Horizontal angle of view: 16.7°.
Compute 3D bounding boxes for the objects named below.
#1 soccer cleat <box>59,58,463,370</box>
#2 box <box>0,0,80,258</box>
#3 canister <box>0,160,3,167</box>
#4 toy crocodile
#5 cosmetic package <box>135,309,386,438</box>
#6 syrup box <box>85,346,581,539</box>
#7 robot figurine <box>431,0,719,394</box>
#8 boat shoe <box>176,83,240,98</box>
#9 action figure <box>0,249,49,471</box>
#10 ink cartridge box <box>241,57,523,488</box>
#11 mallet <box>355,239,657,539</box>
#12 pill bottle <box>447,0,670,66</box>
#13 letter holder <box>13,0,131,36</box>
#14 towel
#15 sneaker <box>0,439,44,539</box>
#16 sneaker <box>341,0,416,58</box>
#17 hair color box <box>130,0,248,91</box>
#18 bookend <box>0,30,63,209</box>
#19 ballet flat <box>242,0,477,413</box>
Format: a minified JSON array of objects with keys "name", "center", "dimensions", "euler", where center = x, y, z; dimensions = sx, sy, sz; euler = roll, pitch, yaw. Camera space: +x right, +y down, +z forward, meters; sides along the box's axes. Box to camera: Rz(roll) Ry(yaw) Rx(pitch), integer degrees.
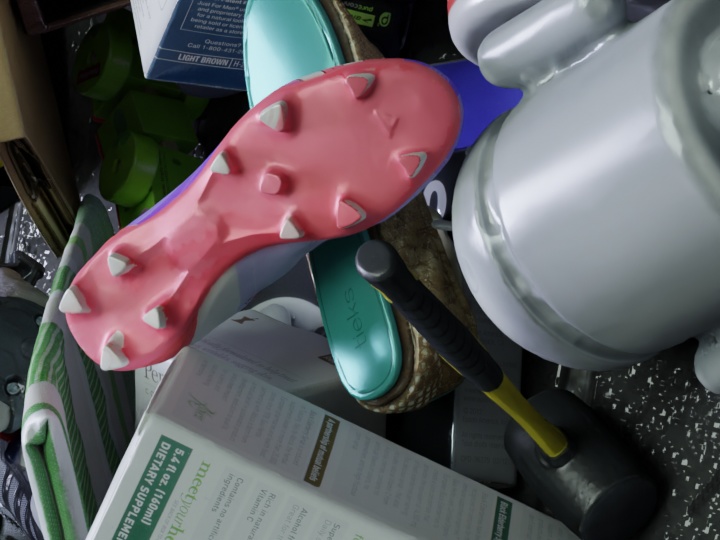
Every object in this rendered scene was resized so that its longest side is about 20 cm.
[{"name":"soccer cleat","center":[-0.037,-0.026,0.992],"dimensions":[0.200,0.076,0.067],"euler":[-36,88,23]},{"name":"box","center":[-0.177,-0.124,1.204],"dimensions":[0.164,0.021,0.200],"euler":[75,180,-71]},{"name":"canister","center":[-0.231,-0.117,1.227],"dimensions":[0.200,0.086,0.149],"euler":[-3,-101,-88]},{"name":"toy crocodile","center":[-0.109,-0.064,1.258],"dimensions":[0.062,0.067,0.200],"euler":[-48,43,35]},{"name":"cosmetic package","center":[-0.046,0.129,1.088],"dimensions":[0.102,0.074,0.200],"euler":[20,116,47]},{"name":"syrup box","center":[-0.003,0.117,0.977],"dimensions":[0.079,0.200,0.081],"euler":[-63,2,20]},{"name":"robot figurine","center":[0.114,-0.031,0.931],"dimensions":[0.200,0.113,0.170],"euler":[-32,92,43]},{"name":"boat shoe","center":[-0.040,-0.164,1.192],"dimensions":[0.200,0.074,0.065],"euler":[-41,56,38]},{"name":"action figure","center":[-0.215,0.055,1.178],"dimensions":[0.105,0.193,0.200],"euler":[-32,41,57]},{"name":"ink cartridge box","center":[0.000,0.000,1.129],"dimensions":[0.198,0.043,0.200],"euler":[-6,76,52]},{"name":"mallet","center":[0.057,0.049,0.932],"dimensions":[0.041,0.200,0.066],"euler":[-43,55,2]},{"name":"pill bottle","center":[0.088,-0.188,0.998],"dimensions":[0.114,0.114,0.200],"euler":[-21,66,48]},{"name":"letter holder","center":[-0.116,-0.212,1.244],"dimensions":[0.200,0.142,0.101],"euler":[-106,0,-67]},{"name":"towel","center":[-0.122,0.076,1.152],"dimensions":[0.200,0.023,0.153],"euler":[-83,-16,-61]},{"name":"sneaker","center":[-0.160,0.131,1.284],"dimensions":[0.114,0.075,0.200],"euler":[-58,39,31]},{"name":"sneaker","center":[0.008,-0.141,1.101],"dimensions":[0.200,0.071,0.083],"euler":[114,157,-43]},{"name":"hair color box","center":[-0.044,-0.182,1.061],"dimensions":[0.200,0.060,0.100],"euler":[119,148,-44]},{"name":"bookend","center":[-0.268,-0.112,1.456],"dimensions":[0.200,0.092,0.199],"euler":[-26,63,48]},{"name":"ballet flat","center":[0.002,-0.035,1.039],"dimensions":[0.070,0.065,0.200],"euler":[-25,73,43]}]
